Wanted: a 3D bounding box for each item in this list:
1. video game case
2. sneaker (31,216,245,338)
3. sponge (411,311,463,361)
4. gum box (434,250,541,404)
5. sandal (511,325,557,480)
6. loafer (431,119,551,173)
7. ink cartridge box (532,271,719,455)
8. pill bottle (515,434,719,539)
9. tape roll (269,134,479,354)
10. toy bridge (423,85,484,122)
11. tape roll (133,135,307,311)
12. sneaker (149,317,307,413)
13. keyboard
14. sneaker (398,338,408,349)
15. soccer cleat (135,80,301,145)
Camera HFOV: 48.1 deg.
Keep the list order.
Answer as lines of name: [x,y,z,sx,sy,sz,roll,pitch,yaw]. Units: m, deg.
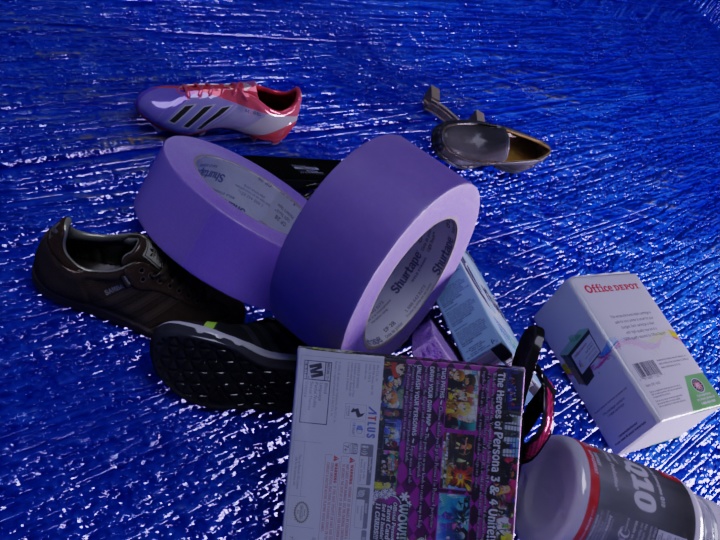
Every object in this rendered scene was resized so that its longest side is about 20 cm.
video game case: [0.030,0.167,0.620,0.177,0.036,0.205,4,86,4]
sneaker: [-0.188,0.011,0.721,0.197,0.076,0.071,15,44,-24]
sponge: [0.093,0.101,0.779,0.112,0.030,0.200,52,6,0]
gum box: [0.117,0.035,0.874,0.170,0.044,0.202,43,20,-54]
sandal: [0.157,0.146,0.758,0.044,0.204,0.075,8,18,8]
loafer: [0.191,-0.185,1.171,0.197,0.072,0.075,-1,88,-34]
ink cartridge box: [0.327,0.109,0.995,0.143,0.084,0.202,-3,54,-38]
pill bottle: [0.259,0.245,0.793,0.197,0.114,0.115,22,42,-17]
tape roll: [0.015,-0.011,0.717,0.084,0.203,0.199,35,37,21]
toy bridge: [0.180,-0.219,1.246,0.197,0.027,0.068,22,43,-19]
tape roll: [-0.115,-0.047,0.782,0.198,0.066,0.201,32,18,-11]
sneaker: [-0.100,0.080,0.740,0.197,0.072,0.083,19,25,-27]
keyboard: [-0.062,-0.101,0.964,0.197,0.040,0.104,-3,31,-37]
sneaker: [0.000,0.000,0.884,0.079,0.076,0.203,-11,59,-19]
soccer cleat: [-0.161,-0.195,0.937,0.197,0.077,0.068,3,50,-34]
